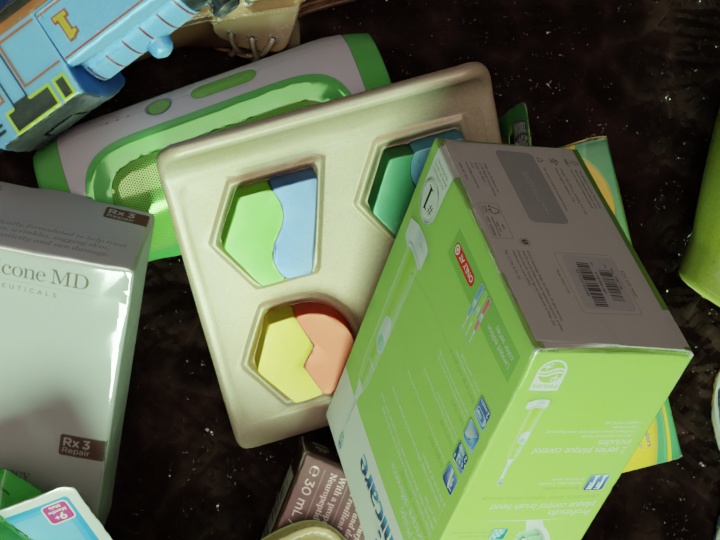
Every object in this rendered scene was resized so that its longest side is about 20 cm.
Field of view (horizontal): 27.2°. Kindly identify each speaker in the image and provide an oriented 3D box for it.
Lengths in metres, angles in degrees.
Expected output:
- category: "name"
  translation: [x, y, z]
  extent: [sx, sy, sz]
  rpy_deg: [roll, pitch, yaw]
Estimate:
- category: "speaker"
  translation: [-0.077, -0.065, 0.834]
  extent: [0.198, 0.088, 0.089]
  rpy_deg: [-20, 91, -3]

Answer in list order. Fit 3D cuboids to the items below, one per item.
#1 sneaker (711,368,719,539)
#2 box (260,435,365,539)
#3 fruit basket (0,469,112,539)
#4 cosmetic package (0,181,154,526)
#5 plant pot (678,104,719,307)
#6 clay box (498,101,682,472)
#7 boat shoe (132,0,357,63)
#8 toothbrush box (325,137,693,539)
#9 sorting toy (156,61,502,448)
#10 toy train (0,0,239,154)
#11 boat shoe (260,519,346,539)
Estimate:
- category: "sneaker"
  translation: [0.245, 0.144, 0.851]
  extent: [0.075, 0.088, 0.202]
  rpy_deg: [-11, 92, -5]
- category: "box"
  translation: [0.039, 0.180, 0.848]
  extent: [0.198, 0.075, 0.101]
  rpy_deg: [22, 89, -5]
- category: "fruit basket"
  translation: [-0.189, 0.202, 0.781]
  extent: [0.184, 0.094, 0.201]
  rpy_deg: [-15, 124, 13]
- category: "cosmetic package"
  translation: [-0.176, 0.061, 0.797]
  extent: [0.101, 0.074, 0.202]
  rpy_deg: [10, 118, -3]
- category: "plant pot"
  translation: [0.273, -0.053, 0.812]
  extent: [0.199, 0.200, 0.194]
  rpy_deg: [23, 101, -3]
- category: "clay box"
  translation: [0.122, 0.005, 0.830]
  extent: [0.047, 0.115, 0.202]
  rpy_deg: [-13, 91, -4]
- category: "boat shoe"
  translation: [-0.059, -0.153, 0.841]
  extent: [0.199, 0.076, 0.072]
  rpy_deg: [-26, 94, -1]
- category: "toothbrush box"
  translation: [0.062, 0.058, 0.740]
  extent: [0.085, 0.146, 0.201]
  rpy_deg: [3, 131, -24]
- category: "sorting toy"
  translation: [0.000, 0.000, 0.816]
  extent: [0.183, 0.037, 0.202]
  rpy_deg: [-16, 119, -5]
- category: "toy train"
  translation: [-0.144, -0.150, 0.771]
  extent: [0.199, 0.087, 0.115]
  rpy_deg: [-33, 96, 15]
- category: "boat shoe"
  translation: [-0.071, 0.193, 0.739]
  extent: [0.072, 0.065, 0.200]
  rpy_deg: [45, 59, 13]
